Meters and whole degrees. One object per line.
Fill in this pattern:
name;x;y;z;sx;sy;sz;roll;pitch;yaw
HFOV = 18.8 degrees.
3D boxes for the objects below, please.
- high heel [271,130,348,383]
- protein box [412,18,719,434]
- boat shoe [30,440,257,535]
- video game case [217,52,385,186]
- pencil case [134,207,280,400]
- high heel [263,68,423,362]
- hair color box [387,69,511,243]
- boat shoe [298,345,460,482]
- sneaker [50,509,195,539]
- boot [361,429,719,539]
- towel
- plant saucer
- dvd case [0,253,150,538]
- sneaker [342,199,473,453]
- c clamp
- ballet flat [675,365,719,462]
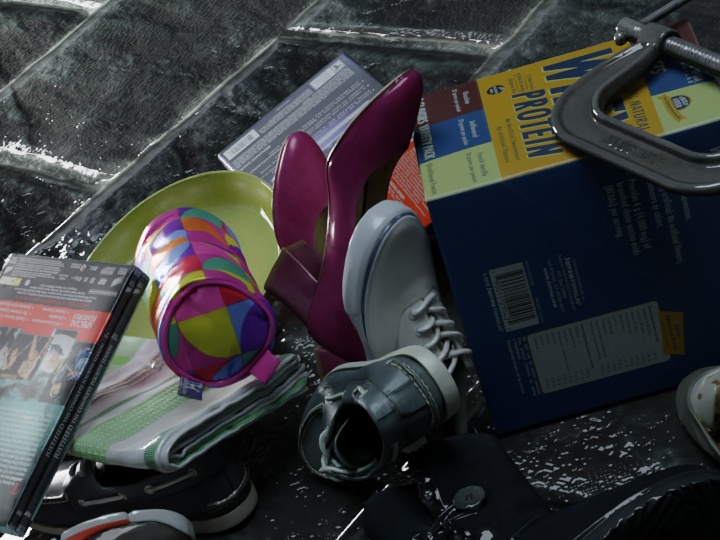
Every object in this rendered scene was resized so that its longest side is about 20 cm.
high heel;0.000;0.000;1.502;0.095;0.201;0.067;0;15;36
protein box;0.156;-0.028;1.458;0.199;0.199;0.135;-16;33;5
boat shoe;-0.167;0.139;1.505;0.199;0.063;0.073;-1;36;27
video game case;-0.027;-0.101;1.796;0.143;0.019;0.200;-39;34;-4
pencil case;-0.110;0.019;1.518;0.088;0.089;0.200;-21;21;-4
high heel;0.016;-0.033;1.432;0.096;0.201;0.067;38;34;14
hair color box;0.046;-0.057;1.638;0.200;0.064;0.111;-38;-7;-25
boat shoe;-0.005;0.101;1.399;0.062;0.073;0.200;-34;0;-29
sneaker;-0.191;0.224;1.407;0.199;0.077;0.082;-24;59;-6
boot;0.112;0.145;1.335;0.199;0.077;0.168;-31;37;-6
towel;-0.152;0.086;1.512;0.199;0.031;0.149;7;26;42
plant saucer;-0.135;0.011;1.671;0.199;0.031;0.201;-21;44;21
dvd case;-0.238;0.082;1.509;0.145;0.022;0.201;4;61;44
sneaker;0.041;0.043;1.418;0.071;0.201;0.073;24;51;35
c clamp;0.209;-0.115;1.351;0.170;0.027;0.200;-32;38;-17
ballet flat;0.245;0.097;1.350;0.067;0.064;0.200;-21;32;-2
